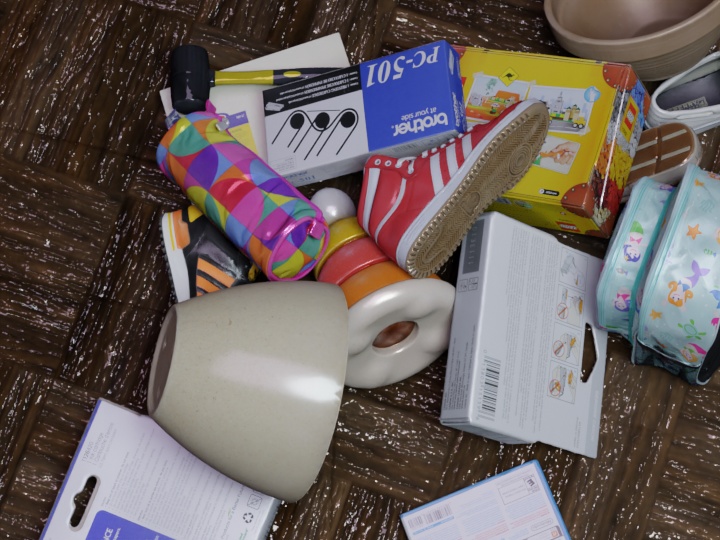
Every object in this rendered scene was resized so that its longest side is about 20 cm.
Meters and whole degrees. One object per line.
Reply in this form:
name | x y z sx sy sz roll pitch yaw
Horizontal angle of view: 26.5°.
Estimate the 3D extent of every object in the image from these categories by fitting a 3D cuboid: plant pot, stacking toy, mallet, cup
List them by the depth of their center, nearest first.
cup | -0.109 0.095 1.365 0.142 0.200 0.202 13 74 -17
stacking toy | 0.000 0.000 1.482 0.145 0.147 0.201 -26 55 -3
plant pot | 0.288 -0.252 1.506 0.199 0.093 0.202 -16 39 14
mallet | -0.096 -0.186 1.544 0.198 0.041 0.066 5 73 2

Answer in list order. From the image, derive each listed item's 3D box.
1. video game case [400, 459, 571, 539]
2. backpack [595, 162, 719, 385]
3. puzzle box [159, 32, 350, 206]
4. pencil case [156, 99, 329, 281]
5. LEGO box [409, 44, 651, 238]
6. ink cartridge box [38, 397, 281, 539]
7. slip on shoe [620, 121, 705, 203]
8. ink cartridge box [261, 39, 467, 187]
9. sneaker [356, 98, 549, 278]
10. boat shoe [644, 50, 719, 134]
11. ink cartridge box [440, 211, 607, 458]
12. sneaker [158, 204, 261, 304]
video game case | 0.138 0.296 1.424 0.142 0.018 0.201 -21 74 -2
backpack | 0.300 -0.002 1.400 0.149 0.200 0.179 22 78 10
puzzle box | -0.095 -0.152 1.565 0.198 0.025 0.134 -17 74 0
pencil case | -0.114 -0.076 1.463 0.088 0.089 0.200 -41 62 -7
LEGO box | 0.159 -0.127 1.475 0.199 0.077 0.150 12 75 31
ink cartridge box | -0.193 0.249 1.452 0.198 0.047 0.199 20 78 11
slip on shoe | 0.240 -0.092 1.504 0.198 0.061 0.077 -17 62 18
ink cartridge box | 0.003 -0.150 1.486 0.198 0.044 0.095 -13 72 22
sneaker | 0.079 -0.096 1.416 0.200 0.071 0.112 -47 49 -6
boat shoe | 0.373 -0.191 1.516 0.198 0.066 0.073 -19 73 -1
ink cartridge box | 0.161 0.065 1.445 0.043 0.173 0.202 -9 67 48
sneaker | -0.133 0.023 1.495 0.089 0.070 0.202 -19 72 3
